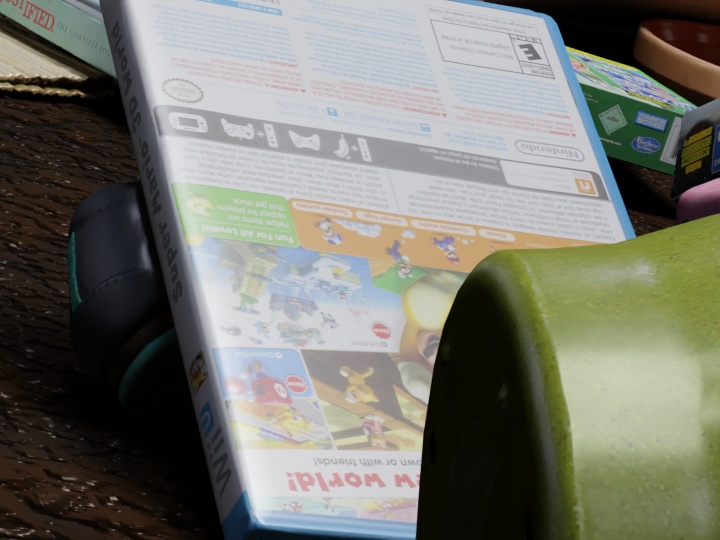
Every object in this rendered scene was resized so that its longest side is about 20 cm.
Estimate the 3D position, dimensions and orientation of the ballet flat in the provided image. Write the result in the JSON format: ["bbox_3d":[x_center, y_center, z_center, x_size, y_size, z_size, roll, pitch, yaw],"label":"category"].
[{"bbox_3d":[0.000,0.000,0.815,0.200,0.073,0.073,0,20,-41],"label":"ballet flat"}]

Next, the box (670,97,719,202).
[{"bbox_3d":[0.235,-0.029,1.080,0.200,0.040,0.137,17,-18,-21],"label":"box"}]

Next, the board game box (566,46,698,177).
[{"bbox_3d":[0.043,-0.088,1.229,0.200,0.029,0.135,16,12,-16],"label":"board game box"}]

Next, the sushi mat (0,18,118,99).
[{"bbox_3d":[-0.187,-0.105,1.172,0.096,0.012,0.200,4,17,-40],"label":"sushi mat"}]

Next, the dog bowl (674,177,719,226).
[{"bbox_3d":[0.182,-0.007,0.856,0.200,0.074,0.200,-14,2,0],"label":"dog bowl"}]

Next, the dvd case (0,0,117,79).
[{"bbox_3d":[-0.039,-0.083,1.197,0.200,0.022,0.146,10,14,-40],"label":"dvd case"}]

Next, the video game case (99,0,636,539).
[{"bbox_3d":[0.013,-0.003,0.761,0.143,0.018,0.200,8,46,-28],"label":"video game case"}]

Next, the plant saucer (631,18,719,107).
[{"bbox_3d":[0.237,-0.087,1.510,0.200,0.032,0.200,14,14,-4],"label":"plant saucer"}]

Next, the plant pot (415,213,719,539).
[{"bbox_3d":[0.112,0.062,0.505,0.193,0.201,0.200,0,16,-8],"label":"plant pot"}]

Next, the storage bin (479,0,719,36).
[{"bbox_3d":[0.196,-0.181,1.587,0.198,0.094,0.200,6,-3,-32],"label":"storage bin"}]
